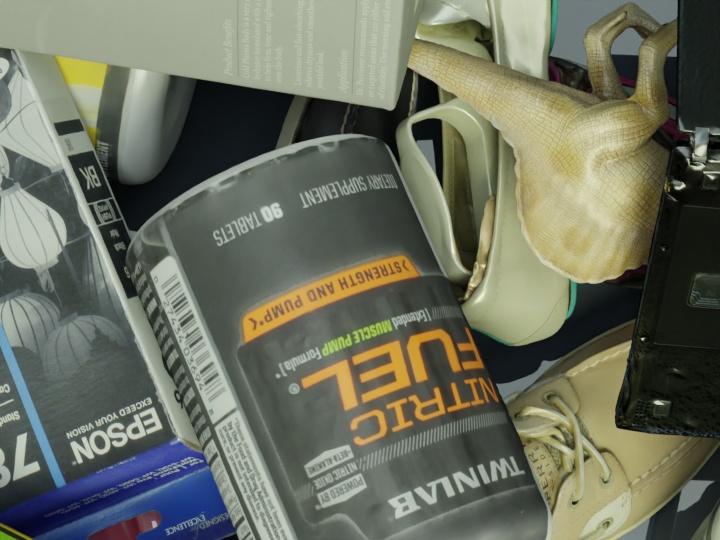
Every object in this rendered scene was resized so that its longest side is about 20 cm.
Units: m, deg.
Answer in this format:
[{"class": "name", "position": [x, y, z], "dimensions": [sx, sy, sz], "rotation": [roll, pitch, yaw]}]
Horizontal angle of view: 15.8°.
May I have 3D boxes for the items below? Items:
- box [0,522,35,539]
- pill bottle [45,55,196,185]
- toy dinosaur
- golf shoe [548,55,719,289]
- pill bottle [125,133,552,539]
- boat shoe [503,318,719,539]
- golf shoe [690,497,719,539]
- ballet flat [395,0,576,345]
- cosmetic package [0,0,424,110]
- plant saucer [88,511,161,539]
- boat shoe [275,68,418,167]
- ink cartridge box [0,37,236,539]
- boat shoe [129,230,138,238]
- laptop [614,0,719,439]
[{"class": "box", "position": [-0.099, 0.146, 0.905], "dimensions": [0.199, 0.070, 0.064], "rotation": [24, 63, 20]}, {"class": "pill bottle", "position": [-0.162, -0.110, 1.015], "dimensions": [0.199, 0.112, 0.113], "rotation": [15, 82, 3]}, {"class": "toy dinosaur", "position": [0.087, -0.049, 0.934], "dimensions": [0.200, 0.058, 0.101], "rotation": [41, 79, -6]}, {"class": "golf shoe", "position": [0.136, -0.022, 1.027], "dimensions": [0.200, 0.092, 0.073], "rotation": [36, 117, 22]}, {"class": "pill bottle", "position": [0.001, 0.062, 0.910], "dimensions": [0.106, 0.106, 0.201], "rotation": [-23, 78, -3]}, {"class": "boat shoe", "position": [0.070, 0.081, 1.008], "dimensions": [0.199, 0.065, 0.072], "rotation": [-33, 83, -4]}, {"class": "golf shoe", "position": [0.196, 0.088, 1.004], "dimensions": [0.199, 0.097, 0.079], "rotation": [-19, 73, -30]}, {"class": "ballet flat", "position": [0.043, -0.072, 0.986], "dimensions": [0.069, 0.069, 0.201], "rotation": [-5, 81, 0]}, {"class": "cosmetic package", "position": [-0.074, -0.132, 0.899], "dimensions": [0.199, 0.107, 0.090], "rotation": [12, 49, 5]}, {"class": "plant saucer", "position": [-0.167, 0.132, 1.011], "dimensions": [0.199, 0.051, 0.202], "rotation": [0, 82, 0]}, {"class": "boat shoe", "position": [0.000, 0.000, 1.009], "dimensions": [0.062, 0.073, 0.201], "rotation": [11, 85, 32]}, {"class": "ink cartridge box", "position": [-0.124, 0.023, 0.954], "dimensions": [0.099, 0.039, 0.201], "rotation": [-24, 92, 15]}, {"class": "boat shoe", "position": [-0.137, 0.001, 1.015], "dimensions": [0.199, 0.076, 0.061], "rotation": [21, 69, 4]}, {"class": "laptop", "position": [0.188, -0.043, 0.919], "dimensions": [0.176, 0.201, 0.104], "rotation": [4, 37, -3]}]
